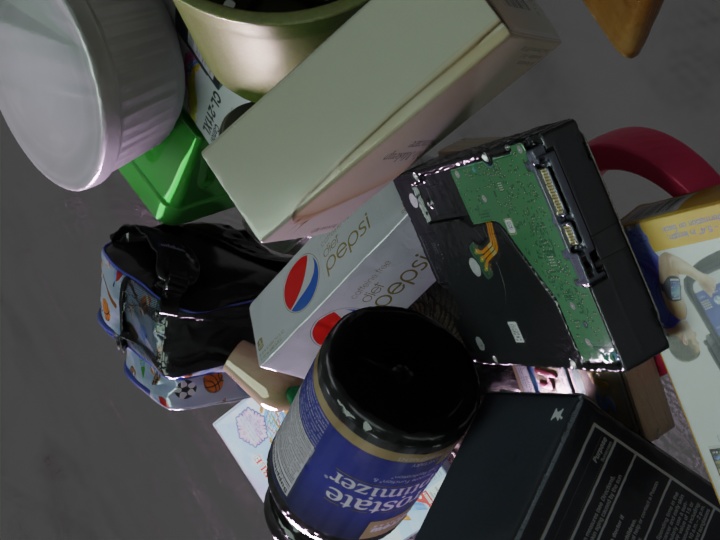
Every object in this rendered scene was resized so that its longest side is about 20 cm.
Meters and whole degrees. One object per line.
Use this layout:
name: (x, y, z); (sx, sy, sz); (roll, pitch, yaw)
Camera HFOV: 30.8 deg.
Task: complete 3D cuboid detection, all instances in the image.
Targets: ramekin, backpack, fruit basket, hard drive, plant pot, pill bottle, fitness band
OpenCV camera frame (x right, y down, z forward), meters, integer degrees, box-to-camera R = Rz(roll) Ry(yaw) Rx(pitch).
ramekin: (-0.227, -0.175, 1.080); (0.202, 0.094, 0.203); (32, 135, 38)
backpack: (-0.146, 0.031, 1.197); (0.190, 0.200, 0.154); (37, 120, 43)
fruit basket: (-0.182, -0.123, 1.243); (0.215, 0.155, 0.216); (22, 121, 41)
hard drive: (0.095, -0.010, 0.787); (0.140, 0.038, 0.200); (66, 162, -6)
plant pot: (-0.053, -0.205, 0.869); (0.200, 0.200, 0.190); (53, 168, 15)
pill bottle: (-0.002, 0.123, 0.916); (0.112, 0.112, 0.200); (50, 141, 21)
fitness band: (0.168, -0.007, 0.814); (0.144, 0.037, 0.200); (58, 155, 11)

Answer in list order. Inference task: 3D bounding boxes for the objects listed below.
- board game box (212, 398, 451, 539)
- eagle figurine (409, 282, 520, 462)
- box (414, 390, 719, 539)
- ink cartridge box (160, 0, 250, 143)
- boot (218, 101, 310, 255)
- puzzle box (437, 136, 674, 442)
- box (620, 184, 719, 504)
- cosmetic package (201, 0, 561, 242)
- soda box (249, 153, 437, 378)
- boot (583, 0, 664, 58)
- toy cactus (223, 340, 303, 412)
board game box: (-0.017, 0.174, 1.236); (0.199, 0.041, 0.200); (-39, 80, 31)
eagle figurine: (0.059, 0.068, 1.032); (0.152, 0.151, 0.200); (-58, 20, 20)
box: (0.138, 0.208, 0.825); (0.198, 0.200, 0.123); (35, 163, -20)
ink cartridge box: (-0.105, -0.188, 1.074); (0.200, 0.083, 0.146); (56, 155, 11)
boot: (-0.054, -0.067, 1.047); (0.182, 0.073, 0.200); (19, 168, -22)
puzzle box: (0.124, 0.010, 0.845); (0.133, 0.025, 0.200); (7, 121, 62)
box: (0.226, 0.049, 0.705); (0.119, 0.041, 0.200); (-15, 100, 45)
cosmetic package: (0.013, -0.105, 0.793); (0.200, 0.103, 0.073); (-39, 79, 25)
soda box: (0.000, 0.000, 0.971); (0.200, 0.068, 0.064); (-46, 41, 33)
boot: (0.152, -0.164, 0.625); (0.188, 0.068, 0.200); (52, 155, 16)
toy cactus: (-0.044, 0.124, 1.099); (0.165, 0.102, 0.200); (34, -179, 6)
